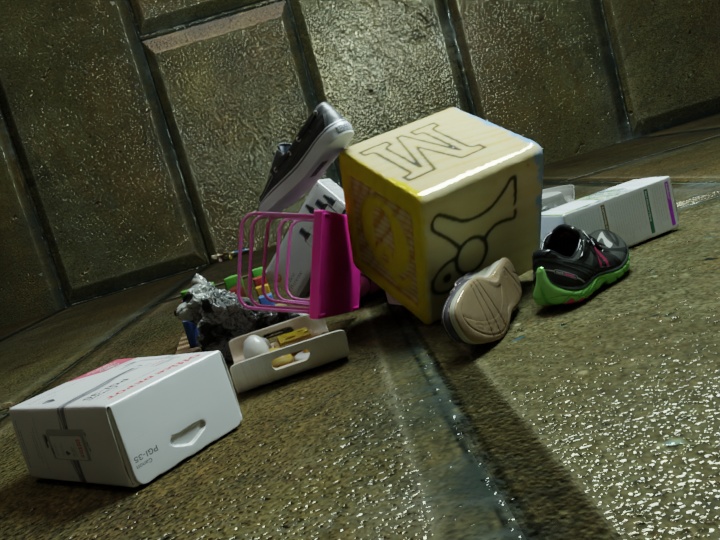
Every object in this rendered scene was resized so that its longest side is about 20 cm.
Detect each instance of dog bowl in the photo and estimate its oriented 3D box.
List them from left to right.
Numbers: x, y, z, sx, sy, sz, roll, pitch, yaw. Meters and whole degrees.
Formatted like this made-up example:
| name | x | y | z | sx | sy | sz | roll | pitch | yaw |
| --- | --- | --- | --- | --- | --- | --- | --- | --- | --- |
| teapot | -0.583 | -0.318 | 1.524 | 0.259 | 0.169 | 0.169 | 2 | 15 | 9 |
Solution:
| name | x | y | z | sx | sy | sz | roll | pitch | yaw |
| --- | --- | --- | --- | --- | --- | --- | --- | --- | --- |
| dog bowl | 0.361 | -0.127 | 1.513 | 0.198 | 0.059 | 0.200 | -16 | 8 | 2 |

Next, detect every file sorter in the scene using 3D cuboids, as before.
| name | x | y | z | sx | sy | sz | roll | pitch | yaw |
| --- | --- | --- | --- | --- | --- | --- | --- | --- | --- |
| file sorter | -0.083 | -0.012 | 1.022 | 0.124 | 0.141 | 0.200 | 3 | 1 | 15 |

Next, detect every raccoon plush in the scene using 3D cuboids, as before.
| name | x | y | z | sx | sy | sz | roll | pitch | yaw |
| --- | --- | --- | --- | --- | --- | --- | --- | --- | --- |
| raccoon plush | -0.184 | 0.069 | 1.101 | 0.198 | 0.098 | 0.134 | 10 | 20 | -22 |

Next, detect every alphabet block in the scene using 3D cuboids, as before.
| name | x | y | z | sx | sy | sz | roll | pitch | yaw |
| --- | --- | --- | --- | --- | --- | --- | --- | --- | --- |
| alphabet block | 0.109 | -0.082 | 0.969 | 0.198 | 0.197 | 0.196 | -24 | 36 | -24 |

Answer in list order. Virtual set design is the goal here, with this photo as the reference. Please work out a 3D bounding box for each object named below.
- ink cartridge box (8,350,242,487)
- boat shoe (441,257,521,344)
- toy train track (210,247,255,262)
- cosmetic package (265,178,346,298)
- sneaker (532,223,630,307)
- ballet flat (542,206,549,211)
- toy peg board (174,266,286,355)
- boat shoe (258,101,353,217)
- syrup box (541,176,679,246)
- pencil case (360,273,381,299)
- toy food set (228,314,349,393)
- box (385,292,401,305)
| name | x | y | z | sx | sy | sz | roll | pitch | yaw |
| --- | --- | --- | --- | --- | --- | --- | --- | --- | --- |
| ink cartridge box | -0.244 | 0.150 | 0.741 | 0.198 | 0.084 | 0.146 | -10 | 10 | 39 |
| boat shoe | 0.131 | 0.040 | 0.811 | 0.064 | 0.072 | 0.200 | -26 | 5 | 31 |
| toy train track | -0.556 | -0.068 | 3.134 | 0.198 | 0.033 | 0.115 | -13 | -1 | -20 |
| cosmetic package | -0.083 | -0.051 | 1.222 | 0.050 | 0.082 | 0.201 | -16 | -38 | -60 |
| sneaker | 0.269 | -0.021 | 0.865 | 0.076 | 0.085 | 0.199 | -9 | 11 | 40 |
| ballet flat | 0.304 | -0.089 | 1.370 | 0.066 | 0.057 | 0.199 | -19 | 8 | -29 |
| toy peg board | -0.227 | 0.068 | 1.228 | 0.198 | 0.099 | 0.199 | -18 | 8 | -8 |
| boat shoe | -0.089 | -0.152 | 0.976 | 0.070 | 0.067 | 0.200 | -26 | -13 | -47 |
| syrup box | 0.360 | -0.072 | 1.044 | 0.198 | 0.082 | 0.079 | -19 | 10 | -18 |
| pencil case | 0.000 | 0.000 | 1.246 | 0.090 | 0.094 | 0.199 | -33 | -5 | 38 |
| toy food set | -0.102 | 0.093 | 0.928 | 0.142 | 0.061 | 0.200 | -18 | 8 | -9 |
| box | 0.133 | -0.009 | 1.126 | 0.198 | 0.069 | 0.082 | -20 | 10 | -27 |
